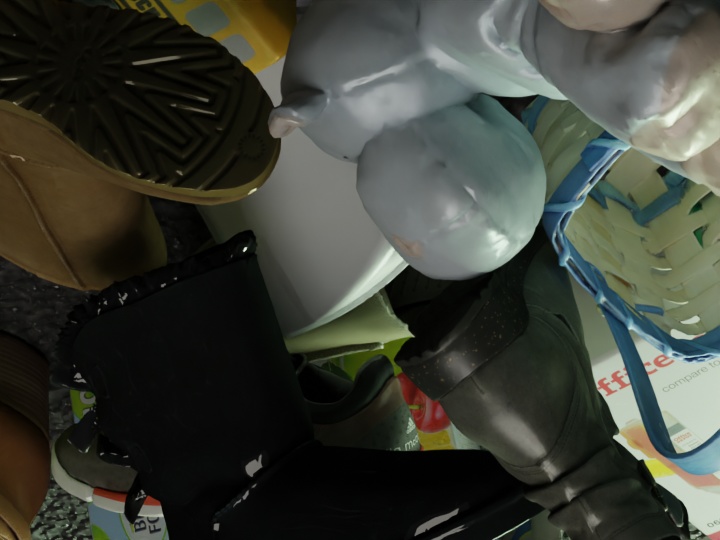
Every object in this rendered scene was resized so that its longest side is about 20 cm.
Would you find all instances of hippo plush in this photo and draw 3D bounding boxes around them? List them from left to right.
[{"bbox_3d":[0.042,-0.081,0.710,0.160,0.159,0.201,-33,94,16],"label":"hippo plush"}]

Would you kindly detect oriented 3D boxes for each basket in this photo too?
[{"bbox_3d":[0.164,-0.035,0.820,0.176,0.201,0.139,-41,123,18],"label":"basket"}]

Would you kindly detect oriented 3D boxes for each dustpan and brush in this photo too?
[{"bbox_3d":[0.016,-0.071,0.878,0.199,0.057,0.140,-26,96,30],"label":"dustpan and brush"}]

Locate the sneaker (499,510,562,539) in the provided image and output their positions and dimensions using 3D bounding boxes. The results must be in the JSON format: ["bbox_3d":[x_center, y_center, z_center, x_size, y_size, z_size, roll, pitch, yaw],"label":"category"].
[{"bbox_3d":[0.056,0.206,1.171,0.104,0.076,0.201,6,137,-5],"label":"sneaker"}]

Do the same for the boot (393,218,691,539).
[{"bbox_3d":[0.081,0.057,0.816,0.068,0.200,0.131,-39,93,16],"label":"boot"}]

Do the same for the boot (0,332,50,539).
[{"bbox_3d":[-0.247,0.084,0.985,0.199,0.156,0.077,27,131,-25],"label":"boot"}]

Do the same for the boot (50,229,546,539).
[{"bbox_3d":[-0.033,0.063,0.850,0.197,0.163,0.073,-24,175,32],"label":"boot"}]

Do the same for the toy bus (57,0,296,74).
[{"bbox_3d":[-0.111,-0.155,0.803,0.078,0.065,0.200,-23,132,22],"label":"toy bus"}]

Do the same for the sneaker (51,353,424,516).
[{"bbox_3d":[-0.060,0.067,0.942,0.199,0.077,0.083,-3,103,25],"label":"sneaker"}]

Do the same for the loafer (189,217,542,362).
[{"bbox_3d":[0.000,0.000,0.947,0.199,0.068,0.076,-17,99,7],"label":"loafer"}]

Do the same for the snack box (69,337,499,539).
[{"bbox_3d":[-0.040,0.105,1.016,0.199,0.143,0.053,-15,165,16],"label":"snack box"}]

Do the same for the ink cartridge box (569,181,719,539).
[{"bbox_3d":[0.196,0.050,1.003,0.145,0.084,0.200,-31,128,28],"label":"ink cartridge box"}]

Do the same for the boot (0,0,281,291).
[{"bbox_3d":[-0.106,-0.042,0.856,0.174,0.066,0.200,25,160,13],"label":"boot"}]
